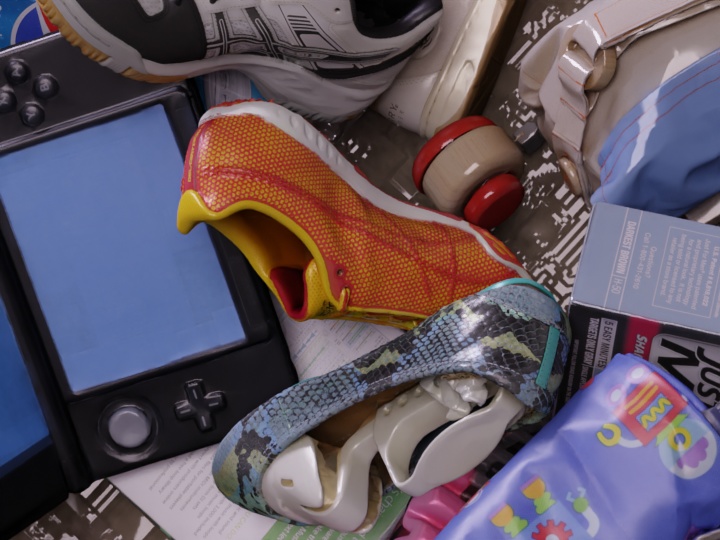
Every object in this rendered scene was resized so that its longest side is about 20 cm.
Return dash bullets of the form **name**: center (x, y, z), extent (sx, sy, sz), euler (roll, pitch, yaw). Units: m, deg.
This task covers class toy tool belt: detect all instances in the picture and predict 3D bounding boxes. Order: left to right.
- **toy tool belt**: center (0.132, -0.059, 1.183), extent (0.200, 0.125, 0.123), euler (-37, 66, 3)

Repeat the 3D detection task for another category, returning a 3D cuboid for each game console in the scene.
- **game console**: center (-0.138, 0.010, 1.156), extent (0.175, 0.116, 0.201), euler (-17, 104, 8)

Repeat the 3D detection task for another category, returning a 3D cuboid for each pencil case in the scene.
- **pencil case**: center (0.075, 0.124, 1.085), extent (0.200, 0.078, 0.087), euler (-45, 74, -7)

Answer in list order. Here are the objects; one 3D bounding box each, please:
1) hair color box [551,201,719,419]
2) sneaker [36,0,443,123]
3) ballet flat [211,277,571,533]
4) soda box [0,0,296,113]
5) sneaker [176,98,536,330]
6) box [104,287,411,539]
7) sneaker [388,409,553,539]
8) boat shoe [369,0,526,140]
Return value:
- **hair color box**: center (0.187, 0.043, 1.146), extent (0.198, 0.099, 0.061), euler (12, 52, 7)
- **sneaker**: center (-0.049, -0.125, 1.143), extent (0.088, 0.199, 0.076), euler (-38, 59, 36)
- **ballet flat**: center (0.007, 0.072, 1.136), extent (0.200, 0.074, 0.075), euler (-36, 72, 36)
- **soda box**: center (-0.123, -0.110, 1.226), extent (0.199, 0.064, 0.068), euler (24, 45, -7)
- **sneaker**: center (0.000, 0.000, 1.185), extent (0.199, 0.073, 0.078), euler (27, 65, -24)
- **box**: center (-0.055, 0.058, 1.244), extent (0.200, 0.036, 0.145), euler (40, 90, 17)
- **sneaker**: center (0.038, 0.134, 1.189), extent (0.079, 0.095, 0.200), euler (41, 65, 4)
- **boat shoe**: center (0.053, -0.160, 1.242), extent (0.069, 0.074, 0.201), euler (22, 85, 9)
